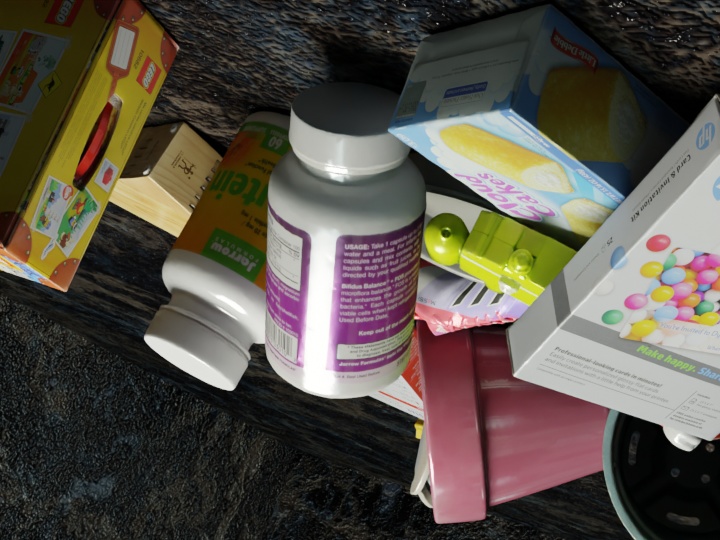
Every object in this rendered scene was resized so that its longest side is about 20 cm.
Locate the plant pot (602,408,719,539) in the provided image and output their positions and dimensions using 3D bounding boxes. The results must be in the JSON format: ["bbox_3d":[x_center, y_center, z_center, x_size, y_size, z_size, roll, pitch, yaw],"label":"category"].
[{"bbox_3d":[0.316,0.173,1.081,0.197,0.203,0.196,19,174,12],"label":"plant pot"}]

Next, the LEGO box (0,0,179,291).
[{"bbox_3d":[-0.244,-0.107,0.860,0.147,0.203,0.077,15,164,28],"label":"LEGO box"}]

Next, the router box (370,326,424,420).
[{"bbox_3d":[0.004,0.083,1.352,0.199,0.049,0.180,18,152,51],"label":"router box"}]

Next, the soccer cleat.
[{"bbox_3d":[0.100,0.030,1.087,0.198,0.078,0.066,8,161,47],"label":"soccer cleat"}]

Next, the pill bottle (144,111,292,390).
[{"bbox_3d":[-0.089,-0.014,0.941,0.110,0.202,0.111,25,163,8],"label":"pill bottle"}]

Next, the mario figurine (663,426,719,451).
[{"bbox_3d":[0.277,0.082,0.895,0.121,0.108,0.201,-12,157,2],"label":"mario figurine"}]

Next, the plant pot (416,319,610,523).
[{"bbox_3d":[0.150,0.139,1.171,0.175,0.204,0.200,-6,164,2],"label":"plant pot"}]

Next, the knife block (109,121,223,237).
[{"bbox_3d":[-0.144,-0.057,1.115,0.175,0.065,0.199,44,156,-29],"label":"knife block"}]

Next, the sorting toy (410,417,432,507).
[{"bbox_3d":[0.113,0.216,1.545,0.105,0.183,0.200,16,165,20],"label":"sorting toy"}]

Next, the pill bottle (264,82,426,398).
[{"bbox_3d":[-0.011,-0.022,0.828,0.111,0.112,0.203,17,124,19],"label":"pill bottle"}]

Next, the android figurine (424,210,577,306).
[{"bbox_3d":[0.126,0.010,0.809,0.180,0.042,0.200,29,179,4],"label":"android figurine"}]

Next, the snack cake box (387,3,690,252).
[{"bbox_3d":[0.128,-0.067,0.702,0.198,0.068,0.114,31,163,-30],"label":"snack cake box"}]

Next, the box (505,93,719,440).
[{"bbox_3d":[0.200,0.009,0.670,0.154,0.042,0.201,19,131,-21],"label":"box"}]

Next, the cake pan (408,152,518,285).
[{"bbox_3d":[0.097,-0.035,0.934,0.197,0.037,0.201,22,166,6],"label":"cake pan"}]
